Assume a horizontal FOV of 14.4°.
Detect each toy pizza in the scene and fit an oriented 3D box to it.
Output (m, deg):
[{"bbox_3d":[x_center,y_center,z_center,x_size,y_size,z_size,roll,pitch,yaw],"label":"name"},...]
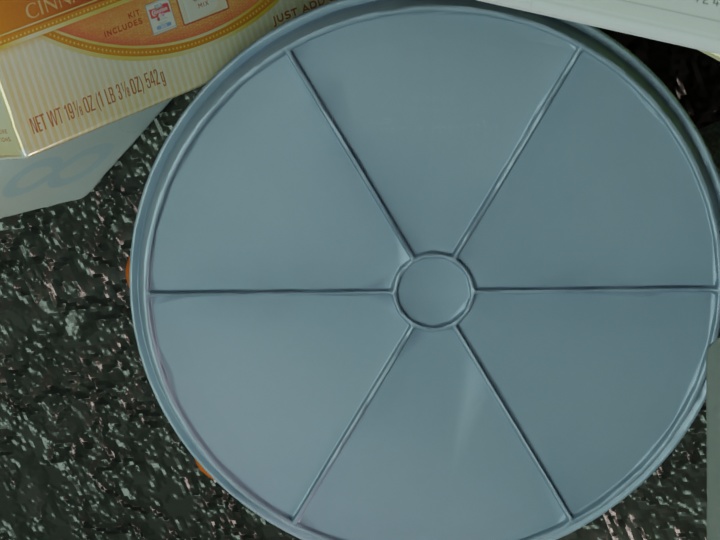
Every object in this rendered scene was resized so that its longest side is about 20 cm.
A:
[{"bbox_3d":[0.024,0.002,0.937,0.199,0.032,0.201,0,109,-1],"label":"toy pizza"}]

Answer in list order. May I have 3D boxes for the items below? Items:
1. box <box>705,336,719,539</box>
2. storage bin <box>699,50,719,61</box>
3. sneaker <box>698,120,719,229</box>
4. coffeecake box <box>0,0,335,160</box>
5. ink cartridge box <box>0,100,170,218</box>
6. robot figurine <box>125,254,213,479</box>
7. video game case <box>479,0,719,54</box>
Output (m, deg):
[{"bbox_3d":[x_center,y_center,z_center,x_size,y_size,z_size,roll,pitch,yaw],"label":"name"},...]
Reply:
[{"bbox_3d":[0.240,0.065,0.856,0.200,0.131,0.199,36,125,-22],"label":"box"},{"bbox_3d":[0.111,-0.176,0.806,0.199,0.094,0.199,30,112,9],"label":"storage bin"},{"bbox_3d":[0.187,-0.017,0.929,0.199,0.073,0.071,-2,117,33],"label":"sneaker"},{"bbox_3d":[-0.093,-0.155,0.919,0.073,0.153,0.201,0,111,55],"label":"coffeecake box"},{"bbox_3d":[-0.144,-0.064,1.019,0.160,0.199,0.047,-42,74,44],"label":"ink cartridge box"},{"bbox_3d":[0.002,0.000,1.031,0.144,0.117,0.200,39,133,6],"label":"robot figurine"},{"bbox_3d":[0.060,-0.159,0.758,0.199,0.022,0.183,14,108,16],"label":"video game case"}]
